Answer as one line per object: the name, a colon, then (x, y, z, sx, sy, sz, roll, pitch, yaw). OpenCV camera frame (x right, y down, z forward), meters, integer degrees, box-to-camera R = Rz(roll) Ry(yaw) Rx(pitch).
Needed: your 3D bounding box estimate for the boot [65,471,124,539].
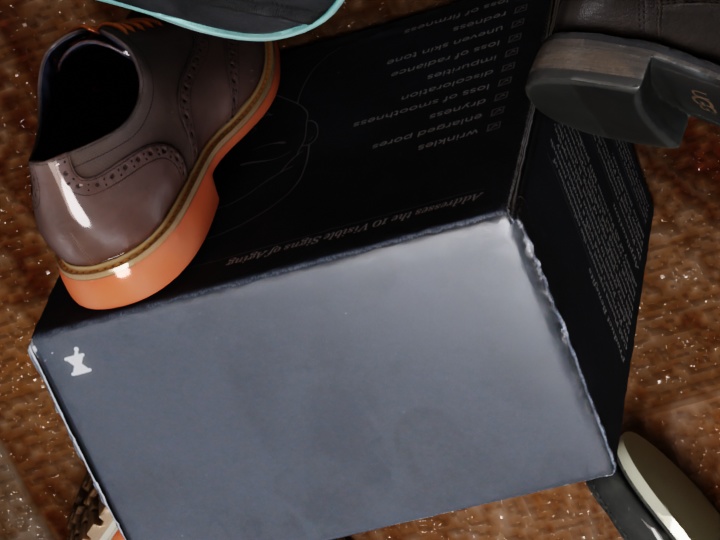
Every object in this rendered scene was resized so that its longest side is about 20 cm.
boot: (-0.090, 0.142, 1.338, 0.107, 0.075, 0.201, 20, 130, -5)

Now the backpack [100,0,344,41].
backpack: (-0.069, -0.187, 1.092, 0.199, 0.153, 0.177, 21, 124, 10)

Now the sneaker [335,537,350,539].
sneaker: (-0.014, 0.204, 1.354, 0.112, 0.071, 0.200, -32, 112, 22)

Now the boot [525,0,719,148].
boot: (0.159, -0.128, 1.073, 0.199, 0.175, 0.069, 12, 162, 18)

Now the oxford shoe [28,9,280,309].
oxford shoe: (-0.080, -0.075, 1.128, 0.071, 0.200, 0.073, -15, 125, 20)

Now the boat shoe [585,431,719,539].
boat shoe: (0.155, 0.157, 1.292, 0.063, 0.074, 0.202, -31, 114, 16)

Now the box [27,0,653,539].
box: (0.000, 0.000, 1.161, 0.199, 0.197, 0.124, -15, 116, 19)
